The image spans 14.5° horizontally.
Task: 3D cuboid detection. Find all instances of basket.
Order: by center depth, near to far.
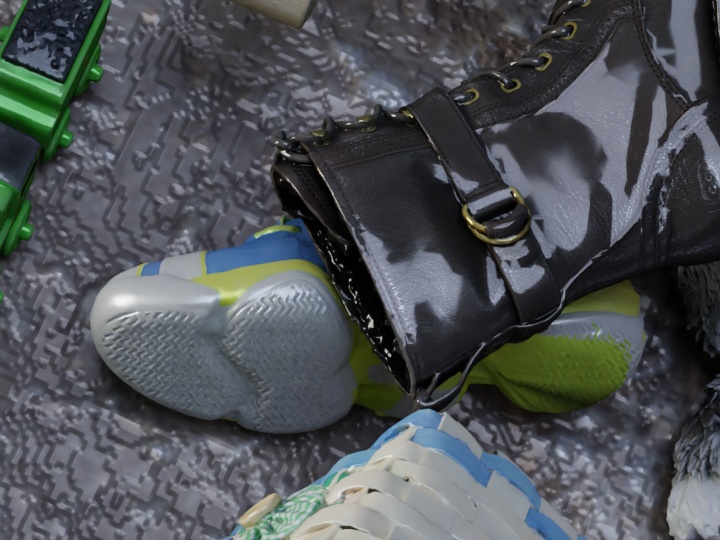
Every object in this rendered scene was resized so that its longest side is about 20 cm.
[{"bbox_3d":[-0.016,0.156,0.886,0.139,0.176,0.200,37,46,-17],"label":"basket"}]

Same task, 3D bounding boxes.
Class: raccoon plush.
[{"bbox_3d":[0.119,-0.014,1.045,0.134,0.097,0.200,27,63,8],"label":"raccoon plush"}]

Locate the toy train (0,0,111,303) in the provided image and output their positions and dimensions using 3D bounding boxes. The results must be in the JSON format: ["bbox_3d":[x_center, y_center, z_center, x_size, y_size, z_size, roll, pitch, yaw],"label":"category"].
[{"bbox_3d":[-0.136,-0.020,0.999,0.042,0.056,0.200,23,62,-3],"label":"toy train"}]

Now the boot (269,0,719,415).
[{"bbox_3d":[0.050,-0.061,0.980,0.174,0.069,0.200,-17,66,-13],"label":"boot"}]

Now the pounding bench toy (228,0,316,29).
[{"bbox_3d":[0.004,-0.184,1.067,0.124,0.156,0.200,31,94,1],"label":"pounding bench toy"}]

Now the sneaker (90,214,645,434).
[{"bbox_3d":[0.000,0.000,1.026,0.199,0.076,0.105,5,49,-14],"label":"sneaker"}]
